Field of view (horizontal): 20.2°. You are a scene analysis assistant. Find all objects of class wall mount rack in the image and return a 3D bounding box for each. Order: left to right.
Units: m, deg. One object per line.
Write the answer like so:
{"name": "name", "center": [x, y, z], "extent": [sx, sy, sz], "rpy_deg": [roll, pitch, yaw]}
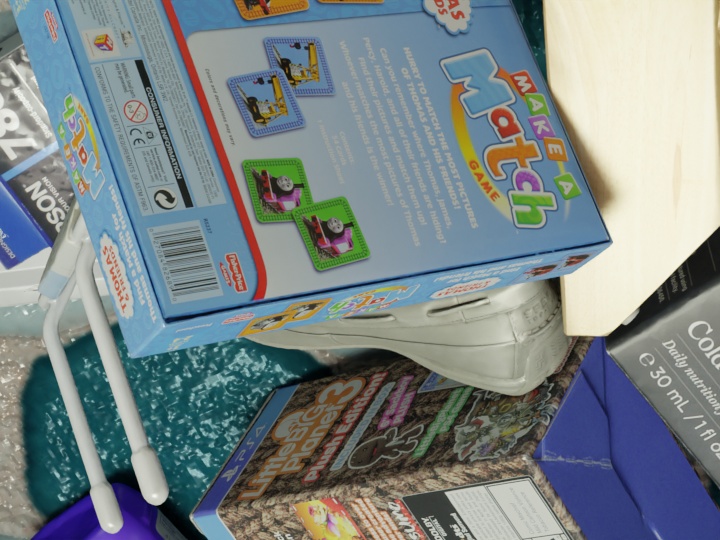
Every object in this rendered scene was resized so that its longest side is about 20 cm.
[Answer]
{"name": "wall mount rack", "center": [-0.093, 0.009, 0.825], "extent": [0.075, 0.200, 0.174], "rpy_deg": [23, 73, -8]}

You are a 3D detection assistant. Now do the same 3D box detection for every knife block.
{"name": "knife block", "center": [0.100, -0.098, 0.817], "extent": [0.176, 0.064, 0.200], "rpy_deg": [42, 112, -2]}

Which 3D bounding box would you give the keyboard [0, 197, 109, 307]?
{"name": "keyboard", "center": [-0.126, -0.014, 0.975], "extent": [0.200, 0.011, 0.056], "rpy_deg": [-7, 112, 7]}

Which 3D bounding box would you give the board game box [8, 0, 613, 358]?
{"name": "board game box", "center": [-0.016, -0.057, 0.754], "extent": [0.200, 0.151, 0.037], "rpy_deg": [-10, 161, -33]}

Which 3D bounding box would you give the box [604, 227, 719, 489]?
{"name": "box", "center": [0.241, 0.026, 0.907], "extent": [0.197, 0.124, 0.200], "rpy_deg": [-35, 110, 18]}

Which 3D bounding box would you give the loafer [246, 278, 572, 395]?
{"name": "loafer", "center": [0.000, 0.000, 0.896], "extent": [0.200, 0.070, 0.070], "rpy_deg": [10, 137, 29]}

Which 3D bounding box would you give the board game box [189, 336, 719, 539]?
{"name": "board game box", "center": [0.052, 0.128, 0.946], "extent": [0.200, 0.097, 0.160], "rpy_deg": [-14, 119, 38]}

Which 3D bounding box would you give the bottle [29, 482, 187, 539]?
{"name": "bottle", "center": [-0.090, 0.203, 1.053], "extent": [0.084, 0.065, 0.200], "rpy_deg": [-35, 111, 15]}

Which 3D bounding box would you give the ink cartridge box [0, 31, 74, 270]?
{"name": "ink cartridge box", "center": [-0.113, -0.075, 0.919], "extent": [0.200, 0.039, 0.099], "rpy_deg": [-30, 111, 16]}
